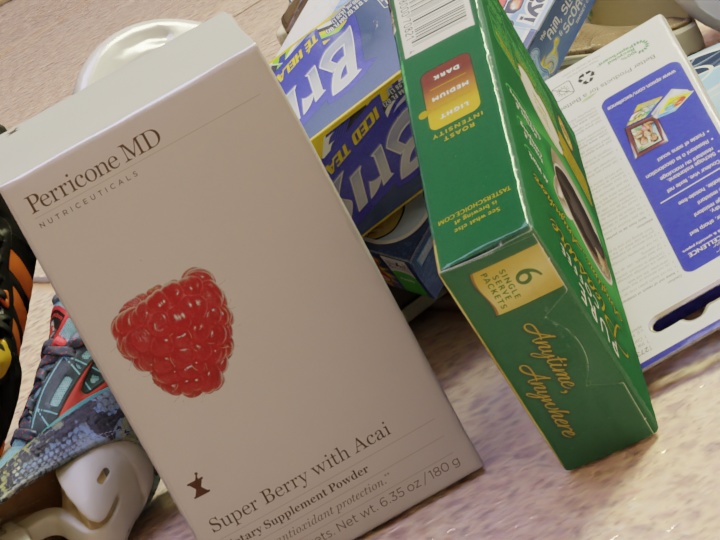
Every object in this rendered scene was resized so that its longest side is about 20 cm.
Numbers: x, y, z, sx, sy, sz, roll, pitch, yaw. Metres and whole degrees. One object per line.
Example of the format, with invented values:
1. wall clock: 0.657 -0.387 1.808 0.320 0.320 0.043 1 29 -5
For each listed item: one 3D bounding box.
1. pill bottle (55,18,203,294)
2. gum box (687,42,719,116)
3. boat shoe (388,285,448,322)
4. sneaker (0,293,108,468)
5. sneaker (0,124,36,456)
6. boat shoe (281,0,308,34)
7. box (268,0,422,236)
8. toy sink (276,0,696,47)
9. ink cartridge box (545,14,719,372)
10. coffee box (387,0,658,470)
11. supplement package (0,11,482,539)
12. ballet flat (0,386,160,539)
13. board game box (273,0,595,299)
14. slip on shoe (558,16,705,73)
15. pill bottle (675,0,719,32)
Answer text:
1. pill bottle: -0.110 -0.035 1.400 0.111 0.111 0.200 -37 -15 -29
2. gum box: 0.158 -0.060 1.257 0.199 0.045 0.170 -23 16 18
3. boat shoe: 0.002 -0.001 1.306 0.072 0.060 0.202 -17 19 41
4. sneaker: -0.139 0.059 1.293 0.200 0.096 0.079 -38 17 -33
5. sneaker: -0.201 0.023 1.397 0.070 0.201 0.090 6 8 -24
6. boat shoe: -0.005 -0.134 1.380 0.072 0.072 0.201 -5 61 44
7. box: -0.038 -0.040 1.194 0.200 0.070 0.064 -38 44 1
8. toy sink: 0.075 -0.129 1.471 0.199 0.131 0.112 -22 16 17
9. ink cartridge box: 0.124 -0.026 1.136 0.094 0.037 0.200 -30 37 9
10. coffee box: 0.061 -0.030 1.060 0.044 0.123 0.200 -24 39 12
11. supplement package: -0.055 0.012 1.096 0.121 0.201 0.120 -29 15 -2
12. ballet flat: -0.147 0.122 1.190 0.200 0.074 0.074 -36 17 -21
13. board game box: 0.023 -0.092 1.270 0.135 0.034 0.201 15 67 34
14. slip on shoe: 0.092 -0.109 1.362 0.199 0.061 0.076 -20 -5 -26
15. pill bottle: 0.213 -0.186 1.415 0.111 0.112 0.200 -24 10 14
